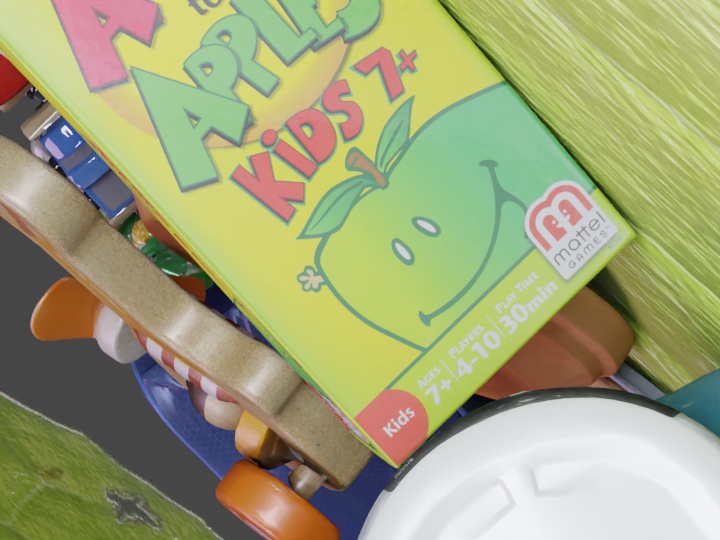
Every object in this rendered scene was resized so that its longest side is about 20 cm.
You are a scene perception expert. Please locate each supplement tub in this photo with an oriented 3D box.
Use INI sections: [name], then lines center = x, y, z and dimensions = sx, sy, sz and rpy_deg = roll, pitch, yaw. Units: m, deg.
[supplement tub]
center = 0.062, 0.107, 0.765
dimensions = 0.123, 0.123, 0.200
rpy_deg = 45, 175, 12

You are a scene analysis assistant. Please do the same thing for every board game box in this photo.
[board game box]
center = -0.023, -0.050, 0.774
dimensions = 0.200, 0.102, 0.048
rpy_deg = 48, 175, -16

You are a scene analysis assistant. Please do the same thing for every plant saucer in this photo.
[plant saucer]
center = 0.000, 0.000, 0.951
dimensions = 0.200, 0.038, 0.200
rpy_deg = 25, 172, 4

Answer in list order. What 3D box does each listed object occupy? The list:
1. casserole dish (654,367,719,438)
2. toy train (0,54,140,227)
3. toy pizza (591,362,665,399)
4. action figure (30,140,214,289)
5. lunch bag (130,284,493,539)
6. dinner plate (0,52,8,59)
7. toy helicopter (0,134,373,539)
[casserole dish]
center = 0.141, 0.081, 0.805
dimensions = 0.121, 0.039, 0.200
rpy_deg = 45, 176, 14
[toy train]
center = -0.147, -0.090, 1.050
dimensions = 0.200, 0.034, 0.046
rpy_deg = 46, -178, -24
[toy pizza]
center = 0.142, 0.108, 1.045
dimensions = 0.200, 0.032, 0.200
rpy_deg = 46, 175, 5
[action figure]
center = -0.104, -0.018, 1.177
dimensions = 0.200, 0.055, 0.119
rpy_deg = -152, 59, -66
[lunch bag]
center = -0.016, 0.037, 1.264
dimensions = 0.200, 0.132, 0.136
rpy_deg = 49, -169, -30
[dinner plate]
center = -0.141, -0.138, 0.966
dimensions = 0.200, 0.024, 0.200
rpy_deg = 45, -164, -16
[toy helicopter]
center = -0.071, 0.013, 0.939
dimensions = 0.132, 0.079, 0.200
rpy_deg = 29, 167, 51
